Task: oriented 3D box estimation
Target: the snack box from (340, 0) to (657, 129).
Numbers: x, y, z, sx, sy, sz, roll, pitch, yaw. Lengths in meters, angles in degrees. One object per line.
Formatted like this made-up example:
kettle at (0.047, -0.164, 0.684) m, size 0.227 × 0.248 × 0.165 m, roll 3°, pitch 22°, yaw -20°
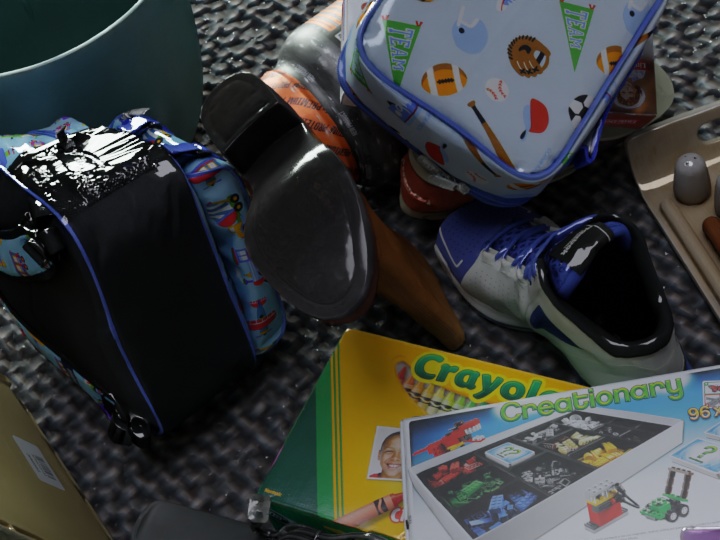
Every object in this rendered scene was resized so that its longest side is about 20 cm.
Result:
snack box at (0.087, -0.133, 0.879) m, size 0.198 × 0.024 × 0.072 m, roll 4°, pitch 72°, yaw -8°

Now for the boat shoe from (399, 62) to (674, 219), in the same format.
boat shoe at (0.114, -0.088, 0.915) m, size 0.199 × 0.063 × 0.071 m, roll -23°, pitch 65°, yaw -20°

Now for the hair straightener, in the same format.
hair straightener at (-0.042, 0.156, 0.741) m, size 0.199 × 0.077 × 0.041 m, roll 11°, pitch 53°, yaw 31°

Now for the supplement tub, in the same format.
supplement tub at (0.030, -0.141, 0.949) m, size 0.200 × 0.123 × 0.122 m, roll -37°, pitch 50°, yaw -14°

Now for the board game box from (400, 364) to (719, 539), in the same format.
board game box at (0.120, 0.116, 0.673) m, size 0.198 × 0.035 × 0.127 m, roll -11°, pitch 50°, yaw 11°

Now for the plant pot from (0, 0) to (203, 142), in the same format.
plant pot at (-0.201, -0.143, 0.994) m, size 0.199 × 0.161 × 0.201 m, roll -10°, pitch 46°, yaw 10°

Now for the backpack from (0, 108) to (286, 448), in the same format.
backpack at (-0.163, -0.013, 0.875) m, size 0.134 × 0.183 × 0.200 m, roll -35°, pitch 37°, yaw -24°

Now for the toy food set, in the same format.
toy food set at (0.260, -0.039, 0.829) m, size 0.143 × 0.061 × 0.201 m, roll -20°, pitch 45°, yaw 0°

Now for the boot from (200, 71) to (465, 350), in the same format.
boot at (0.000, 0.000, 0.796) m, size 0.068 × 0.200 × 0.188 m, roll -43°, pitch 46°, yaw 2°

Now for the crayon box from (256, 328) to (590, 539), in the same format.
crayon box at (0.059, 0.113, 0.759) m, size 0.199 × 0.058 × 0.119 m, roll 12°, pitch 56°, yaw 26°

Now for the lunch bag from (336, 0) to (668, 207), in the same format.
lunch bag at (0.089, -0.140, 0.830) m, size 0.160 × 0.076 × 0.201 m, roll 35°, pitch 72°, yaw -3°

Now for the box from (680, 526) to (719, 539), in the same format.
box at (0.180, 0.232, 0.551) m, size 0.096 × 0.176 × 0.201 m, roll -3°, pitch 49°, yaw 15°

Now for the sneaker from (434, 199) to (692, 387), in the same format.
sneaker at (0.122, 0.000, 0.806) m, size 0.080 × 0.116 × 0.199 m, roll -34°, pitch 49°, yaw -13°

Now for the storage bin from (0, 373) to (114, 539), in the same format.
storage bin at (-0.235, 0.122, 0.765) m, size 0.094 × 0.199 × 0.200 m, roll -46°, pitch 51°, yaw 0°
